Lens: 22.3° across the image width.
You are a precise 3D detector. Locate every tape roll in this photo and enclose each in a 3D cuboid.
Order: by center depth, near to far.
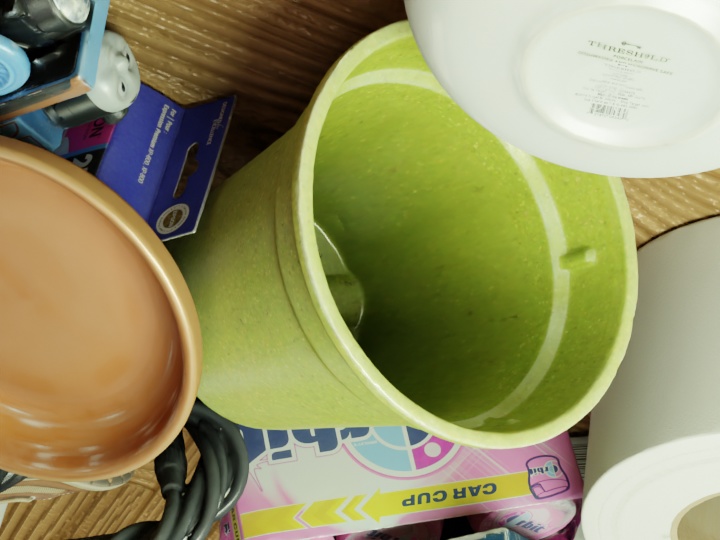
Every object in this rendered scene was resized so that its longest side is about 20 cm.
[{"bbox_3d":[0.222,0.083,0.965,0.202,0.139,0.203,7,143,5],"label":"tape roll"}]

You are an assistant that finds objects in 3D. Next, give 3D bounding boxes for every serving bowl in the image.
[{"bbox_3d":[0.111,-0.100,0.740,0.200,0.066,0.200,8,145,5],"label":"serving bowl"}]

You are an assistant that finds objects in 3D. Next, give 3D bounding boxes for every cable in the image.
[{"bbox_3d":[-0.152,0.124,0.952,0.163,0.200,0.051,13,129,26],"label":"cable"}]

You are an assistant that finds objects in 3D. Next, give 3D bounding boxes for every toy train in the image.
[{"bbox_3d":[-0.198,-0.093,0.892,0.200,0.087,0.114,-15,145,28],"label":"toy train"}]

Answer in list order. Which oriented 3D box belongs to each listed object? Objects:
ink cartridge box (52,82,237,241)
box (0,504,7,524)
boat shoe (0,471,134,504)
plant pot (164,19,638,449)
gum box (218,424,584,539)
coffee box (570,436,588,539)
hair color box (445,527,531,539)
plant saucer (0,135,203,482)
[{"bbox_3d":[-0.161,-0.042,0.934,0.200,0.095,0.037,-11,136,27],"label":"ink cartridge box"},{"bbox_3d":[-0.347,0.210,1.232,0.131,0.199,0.200,29,141,-22],"label":"box"},{"bbox_3d":[-0.214,0.108,1.121,0.072,0.076,0.200,-23,161,24],"label":"boat shoe"},{"bbox_3d":[0.000,0.000,0.893,0.200,0.201,0.184,33,150,-27],"label":"plant pot"},{"bbox_3d":[0.013,0.106,1.020,0.200,0.114,0.066,-7,145,-9],"label":"gum box"},{"bbox_3d":[0.076,0.170,1.168,0.200,0.080,0.114,-6,140,22],"label":"coffee box"},{"bbox_3d":[0.070,0.196,1.018,0.100,0.061,0.200,-17,158,16],"label":"hair color box"},{"bbox_3d":[-0.166,0.015,0.889,0.200,0.037,0.200,11,127,16],"label":"plant saucer"}]
